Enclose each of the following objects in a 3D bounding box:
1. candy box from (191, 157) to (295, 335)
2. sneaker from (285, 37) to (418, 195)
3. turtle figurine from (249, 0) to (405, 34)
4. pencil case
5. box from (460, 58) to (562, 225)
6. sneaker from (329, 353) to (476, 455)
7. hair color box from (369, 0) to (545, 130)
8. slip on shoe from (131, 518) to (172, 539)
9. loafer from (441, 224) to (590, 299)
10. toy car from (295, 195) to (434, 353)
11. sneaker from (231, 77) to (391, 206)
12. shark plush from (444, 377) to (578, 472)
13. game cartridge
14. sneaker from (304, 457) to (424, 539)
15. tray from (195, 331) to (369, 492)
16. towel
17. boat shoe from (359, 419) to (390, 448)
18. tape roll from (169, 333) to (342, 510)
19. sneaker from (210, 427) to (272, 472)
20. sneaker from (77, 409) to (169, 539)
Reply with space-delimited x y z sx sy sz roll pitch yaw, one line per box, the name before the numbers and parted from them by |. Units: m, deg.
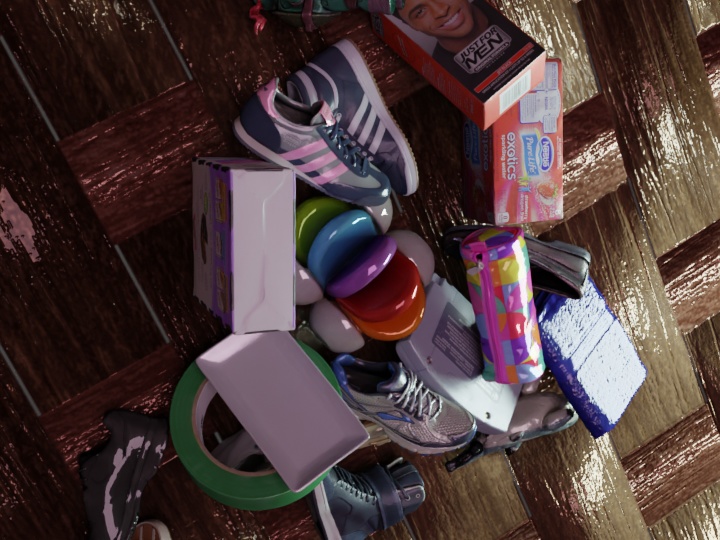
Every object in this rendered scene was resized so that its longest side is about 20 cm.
candy box | -0.132 -0.035 1.116 0.071 0.200 0.169 -3 101 -20
sneaker | -0.015 -0.162 1.209 0.108 0.070 0.201 -31 102 -18
turtle figurine | -0.052 -0.322 1.148 0.198 0.150 0.101 8 129 10
pencil case | 0.172 0.043 1.248 0.088 0.088 0.201 -21 110 -17
box | 0.188 -0.162 1.275 0.099 0.095 0.202 -7 101 -19
sneaker | 0.046 0.156 1.223 0.199 0.086 0.077 18 49 6
hair color box | 0.110 -0.268 1.182 0.101 0.061 0.200 -41 67 -10
slip on shoe | -0.243 0.396 1.229 0.060 0.076 0.202 -7 96 -60
loafer | 0.200 -0.010 1.299 0.198 0.072 0.063 10 64 -9
toy car | 0.000 0.000 1.201 0.175 0.150 0.200 -43 111 -9
sneaker | -0.039 -0.141 1.135 0.199 0.070 0.082 24 125 -21
shark plush | 0.211 0.226 1.372 0.199 0.091 0.084 -36 142 -18
game cartridge | 0.130 0.115 1.300 0.200 0.041 0.134 44 49 -24
sneaker | 0.000 0.259 1.263 0.145 0.077 0.203 -24 135 -10
tray | -0.089 0.146 1.149 0.107 0.022 0.200 -34 66 -17
towel | 0.296 0.105 1.366 0.148 0.049 0.201 -44 107 -33
boat shoe | 0.023 0.186 1.295 0.199 0.072 0.065 -16 142 -21
tape roll | -0.117 0.171 1.175 0.199 0.048 0.202 -1 61 1
sneaker | -0.107 0.192 1.227 0.075 0.088 0.201 36 85 -21
sneaker | -0.292 0.254 1.184 0.090 0.076 0.201 20 85 -13
